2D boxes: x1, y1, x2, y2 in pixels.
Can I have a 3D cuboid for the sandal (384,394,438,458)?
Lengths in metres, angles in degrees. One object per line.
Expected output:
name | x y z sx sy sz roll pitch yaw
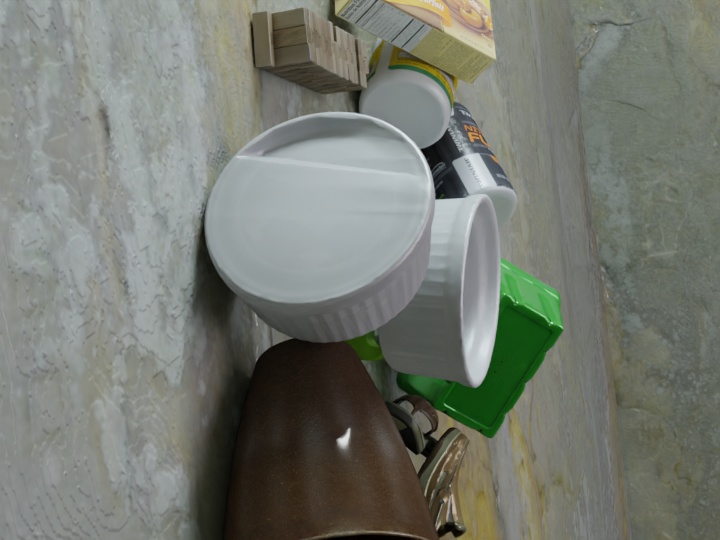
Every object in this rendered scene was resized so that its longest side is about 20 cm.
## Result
sandal | 0.058 0.172 1.444 0.058 0.079 0.201 -55 163 -4

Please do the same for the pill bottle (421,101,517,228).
pill bottle | 0.112 -0.142 1.583 0.201 0.105 0.106 64 6 31

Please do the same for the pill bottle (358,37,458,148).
pill bottle | 0.067 -0.251 1.535 0.201 0.111 0.114 -76 154 -45

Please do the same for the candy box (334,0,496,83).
candy box | 0.063 -0.310 1.447 0.198 0.055 0.117 21 49 -29

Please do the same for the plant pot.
plant pot | -0.036 0.166 1.066 0.187 0.185 0.202 55 21 -56

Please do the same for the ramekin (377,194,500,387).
ramekin | 0.084 0.020 1.324 0.200 0.096 0.204 3 90 -72

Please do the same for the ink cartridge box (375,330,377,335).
ink cartridge box | 0.035 -0.026 1.451 0.116 0.067 0.203 -4 90 -71

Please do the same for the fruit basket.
fruit basket | 0.149 0.085 1.525 0.154 0.216 0.217 29 46 -18

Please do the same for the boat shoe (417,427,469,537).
boat shoe | 0.088 0.278 1.422 0.202 0.075 0.072 -62 162 -20

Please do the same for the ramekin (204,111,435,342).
ramekin | -0.028 -0.031 1.076 0.095 0.199 0.205 71 22 -54

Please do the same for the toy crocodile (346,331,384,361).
toy crocodile | 0.000 0.000 1.351 0.067 0.061 0.203 43 45 -63

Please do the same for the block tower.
block tower | -0.046 -0.222 1.278 0.200 0.057 0.055 -1 85 -70
